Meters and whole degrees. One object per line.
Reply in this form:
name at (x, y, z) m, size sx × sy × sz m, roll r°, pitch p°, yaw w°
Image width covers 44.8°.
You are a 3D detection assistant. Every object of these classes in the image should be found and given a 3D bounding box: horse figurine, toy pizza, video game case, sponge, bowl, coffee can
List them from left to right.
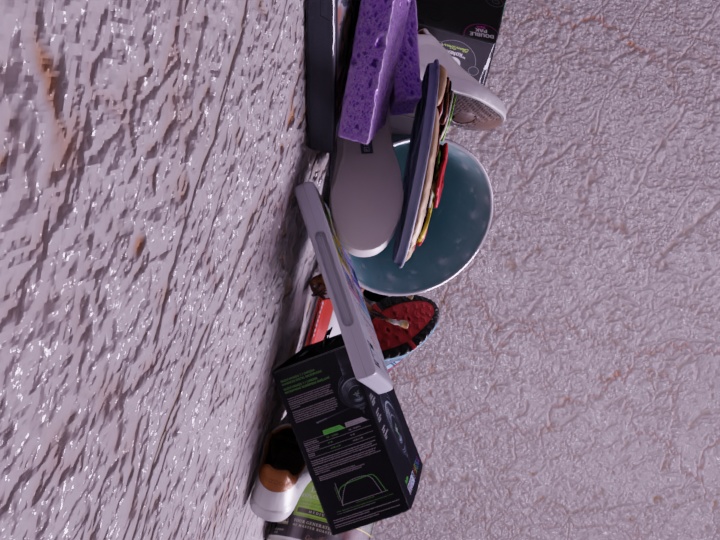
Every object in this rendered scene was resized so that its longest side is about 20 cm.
coffee can at (-0.039, 0.314, 1.263) m, size 0.147 × 0.146 × 0.201 m, roll 94°, pitch 11°, yaw -65°
video game case at (-0.013, 0.026, 0.851) m, size 0.200 × 0.022 × 0.183 m, roll 60°, pitch 11°, yaw -77°
video game case at (-0.010, -0.231, 0.746) m, size 0.200 × 0.025 × 0.182 m, roll 96°, pitch 9°, yaw -61°
horse figurine at (0.000, 0.000, 1.098) m, size 0.200 × 0.132 × 0.050 m, roll -88°, pitch -162°, yaw -55°
sponge at (0.021, -0.215, 0.731) m, size 0.112 × 0.030 × 0.201 m, roll -60°, pitch 163°, yaw -71°
sponge at (0.038, -0.259, 0.859) m, size 0.112 × 0.030 × 0.201 m, roll -74°, pitch 160°, yaw -89°
bowl at (0.048, -0.082, 1.041) m, size 0.105 × 0.200 × 0.202 m, roll -118°, pitch -145°, yaw -57°
toy pizza at (0.063, -0.100, 0.839) m, size 0.200 × 0.032 × 0.201 m, roll -170°, pitch -90°, yaw -89°

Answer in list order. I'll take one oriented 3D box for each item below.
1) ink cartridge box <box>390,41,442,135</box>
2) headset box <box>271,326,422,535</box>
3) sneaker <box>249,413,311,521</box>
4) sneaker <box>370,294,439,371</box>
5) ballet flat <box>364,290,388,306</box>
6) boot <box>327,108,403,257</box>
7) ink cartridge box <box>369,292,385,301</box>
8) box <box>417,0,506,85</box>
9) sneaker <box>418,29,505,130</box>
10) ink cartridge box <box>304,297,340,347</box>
ink cartridge box at (0.043, -0.191, 1.150) m, size 0.200 × 0.083 × 0.145 m, roll 95°, pitch 10°, yaw -56°
headset box at (-0.011, 0.164, 0.987) m, size 0.174 × 0.092 × 0.201 m, roll -21°, pitch 90°, yaw -81°
sneaker at (-0.068, 0.198, 1.020) m, size 0.200 × 0.072 × 0.085 m, roll -65°, pitch 171°, yaw -61°
sneaker at (0.019, 0.101, 1.155) m, size 0.200 × 0.079 × 0.096 m, roll -35°, pitch 166°, yaw 4°
ballet flat at (0.018, -0.010, 1.206) m, size 0.057 × 0.066 × 0.201 m, roll -16°, pitch -113°, yaw 50°
boot at (0.002, -0.089, 0.875) m, size 0.090 × 0.072 × 0.201 m, roll 103°, pitch -10°, yaw -62°
ink cartridge box at (0.030, 0.022, 1.295) m, size 0.116 × 0.066 × 0.201 m, roll 87°, pitch -5°, yaw -77°
box at (0.119, -0.343, 1.215) m, size 0.125 × 0.148 × 0.201 m, roll 100°, pitch 6°, yaw -53°
sneaker at (0.094, -0.231, 1.009) m, size 0.073 × 0.199 × 0.085 m, roll -21°, pitch -123°, yaw 47°
ink cartridge box at (-0.040, 0.094, 1.220) m, size 0.200 × 0.057 × 0.163 m, roll 104°, pitch 1°, yaw -73°
